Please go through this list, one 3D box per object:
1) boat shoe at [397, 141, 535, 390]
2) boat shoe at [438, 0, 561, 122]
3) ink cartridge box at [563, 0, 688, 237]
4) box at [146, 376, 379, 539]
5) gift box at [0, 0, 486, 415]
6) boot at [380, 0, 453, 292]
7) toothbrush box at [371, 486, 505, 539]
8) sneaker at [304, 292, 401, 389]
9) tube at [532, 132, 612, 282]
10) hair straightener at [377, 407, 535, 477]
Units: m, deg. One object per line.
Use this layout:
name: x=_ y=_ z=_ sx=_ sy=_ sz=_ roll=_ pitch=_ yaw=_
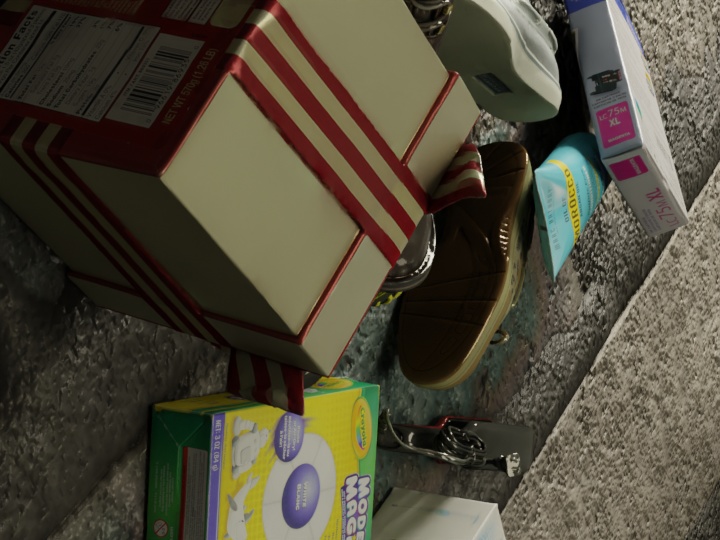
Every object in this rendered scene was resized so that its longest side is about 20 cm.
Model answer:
boat shoe: x=0.083 y=0.004 z=1.192 sx=0.063 sy=0.073 sz=0.200 roll=58 pitch=46 yaw=-45
boat shoe: x=0.085 y=-0.167 z=1.184 sx=0.201 sy=0.070 sz=0.072 roll=36 pitch=53 yaw=-58
ink cartridge box: x=0.202 y=-0.139 z=1.346 sx=0.119 sy=0.042 sz=0.200 roll=48 pitch=30 yaw=-51
box: x=-0.047 y=0.128 z=1.026 sx=0.200 sy=0.048 sz=0.118 roll=-6 pitch=100 yaw=-60
gift box: x=-0.059 y=-0.057 z=0.824 sx=0.185 sy=0.200 sz=0.187 roll=-56 pitch=140 yaw=-16
boot: x=0.022 y=-0.109 z=0.965 sx=0.174 sy=0.069 sz=0.200 roll=105 pitch=-11 yaw=-52
toothbrush box: x=0.046 y=0.270 z=1.163 sx=0.146 sy=0.085 sz=0.200 roll=-48 pitch=132 yaw=-44
sneaker: x=0.000 y=0.000 z=1.054 sx=0.200 sy=0.074 sz=0.085 roll=-63 pitch=143 yaw=-31
tube: x=0.147 y=-0.056 z=1.257 sx=0.200 sy=0.050 sz=0.078 roll=-47 pitch=123 yaw=-68
hair straightener: x=0.074 y=0.115 z=1.190 sx=0.200 sy=0.077 sz=0.041 roll=22 pitch=78 yaw=-57
